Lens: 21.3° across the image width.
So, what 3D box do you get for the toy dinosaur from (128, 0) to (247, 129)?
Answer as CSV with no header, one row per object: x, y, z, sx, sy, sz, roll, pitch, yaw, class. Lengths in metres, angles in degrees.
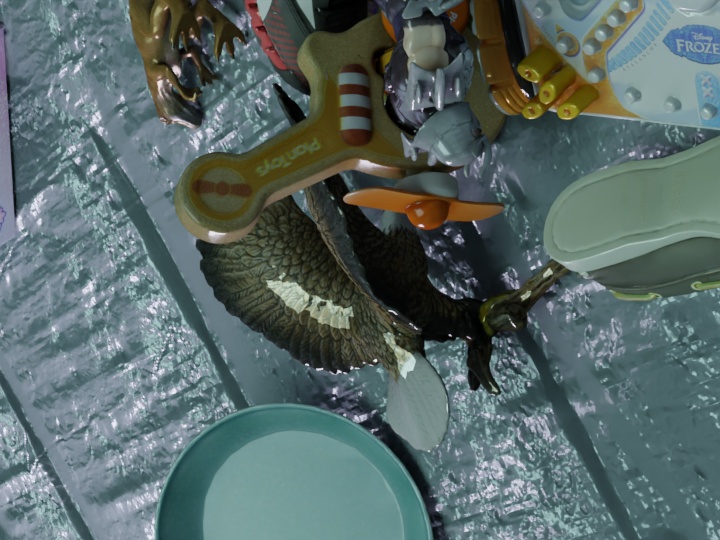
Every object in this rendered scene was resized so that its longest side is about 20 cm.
-0.134,-0.175,1.252,0.106,0.060,0.201,21,127,43,toy dinosaur

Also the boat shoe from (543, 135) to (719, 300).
0.190,-0.027,0.964,0.201,0.072,0.060,-11,145,40,boat shoe

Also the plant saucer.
-0.044,0.186,1.331,0.199,0.036,0.201,2,99,12,plant saucer

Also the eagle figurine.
0.000,-0.004,1.133,0.152,0.200,0.151,-60,17,14,eagle figurine

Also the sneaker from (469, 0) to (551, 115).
0.092,-0.183,0.980,0.077,0.078,0.201,-6,105,19,sneaker

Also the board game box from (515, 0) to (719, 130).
0.143,-0.146,0.862,0.200,0.026,0.200,11,130,37,board game box

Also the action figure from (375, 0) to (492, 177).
0.027,-0.135,0.943,0.130,0.069,0.201,116,138,-65,action figure

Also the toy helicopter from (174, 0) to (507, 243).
-0.005,-0.064,1.019,0.133,0.200,0.079,59,160,7,toy helicopter

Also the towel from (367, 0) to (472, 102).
0.014,-0.166,1.115,0.200,0.023,0.144,34,136,33,towel

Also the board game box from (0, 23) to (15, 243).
-0.359,-0.078,1.465,0.041,0.199,0.200,32,135,33,board game box

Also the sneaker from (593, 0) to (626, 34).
0.141,-0.211,0.912,0.083,0.081,0.201,-5,115,32,sneaker

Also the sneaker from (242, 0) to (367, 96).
-0.021,-0.187,1.064,0.098,0.071,0.201,19,125,45,sneaker
